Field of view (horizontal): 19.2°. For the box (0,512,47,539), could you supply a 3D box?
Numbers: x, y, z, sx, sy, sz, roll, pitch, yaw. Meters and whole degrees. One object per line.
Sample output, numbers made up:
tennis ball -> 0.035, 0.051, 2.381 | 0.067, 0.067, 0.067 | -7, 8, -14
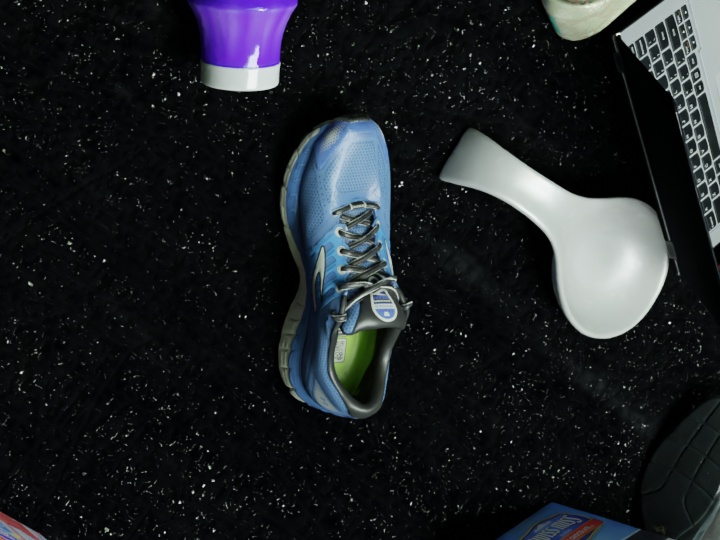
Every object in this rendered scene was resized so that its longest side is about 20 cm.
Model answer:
box -> -0.237, 0.181, 1.217 | 0.095, 0.103, 0.200 | -54, 142, -5

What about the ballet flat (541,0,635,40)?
ballet flat -> 0.196, -0.225, 1.412 | 0.200, 0.067, 0.062 | -37, 150, -12

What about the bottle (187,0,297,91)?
bottle -> -0.067, -0.206, 1.229 | 0.065, 0.083, 0.201 | -8, 109, -30

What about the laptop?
laptop -> 0.246, -0.082, 1.422 | 0.200, 0.116, 0.188 | -37, 121, -32

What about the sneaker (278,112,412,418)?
sneaker -> 0.000, 0.000, 1.339 | 0.078, 0.089, 0.201 | -10, 111, -30

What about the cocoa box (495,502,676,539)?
cocoa box -> 0.149, 0.284, 1.480 | 0.133, 0.131, 0.201 | -18, 120, -61

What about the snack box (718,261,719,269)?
snack box -> 0.344, -0.064, 1.541 | 0.200, 0.072, 0.024 | -43, 97, -13

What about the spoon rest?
spoon rest -> 0.141, -0.024, 1.436 | 0.200, 0.061, 0.100 | 34, 85, -35

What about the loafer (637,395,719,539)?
loafer -> 0.245, 0.184, 1.574 | 0.072, 0.073, 0.200 | 8, 112, -42
